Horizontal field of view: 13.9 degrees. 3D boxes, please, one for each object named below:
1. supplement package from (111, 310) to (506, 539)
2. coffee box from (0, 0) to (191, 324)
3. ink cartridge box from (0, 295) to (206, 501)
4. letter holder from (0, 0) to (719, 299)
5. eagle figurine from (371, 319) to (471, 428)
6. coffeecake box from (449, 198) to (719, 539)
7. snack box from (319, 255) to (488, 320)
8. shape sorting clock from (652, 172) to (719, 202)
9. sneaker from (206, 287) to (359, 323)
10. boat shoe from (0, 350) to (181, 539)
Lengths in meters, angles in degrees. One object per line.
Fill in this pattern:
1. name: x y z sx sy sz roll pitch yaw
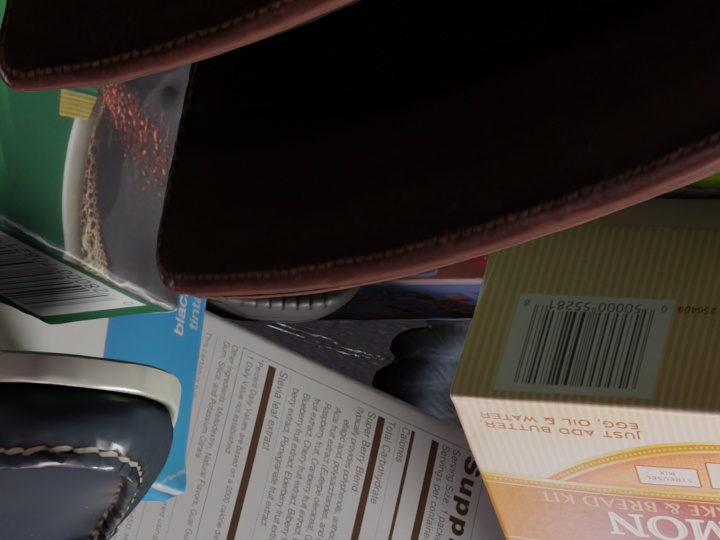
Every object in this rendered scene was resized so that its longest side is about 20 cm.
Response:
1. supplement package: -0.037 0.098 0.914 0.200 0.120 0.121 26 157 -31
2. coffee box: -0.102 -0.075 0.613 0.044 0.123 0.200 -3 158 36
3. ink cartridge box: -0.148 -0.035 0.722 0.147 0.145 0.200 -4 159 30
4. letter holder: -0.008 -0.080 0.515 0.100 0.143 0.200 19 160 -32
5. eagle figurine: 0.121 0.063 0.999 0.200 0.151 0.152 32 136 39
6. coffeecake box: 0.126 0.071 0.820 0.153 0.073 0.200 2 141 21
7. snack box: 0.000 0.000 0.951 0.199 0.024 0.072 -1 169 30
8. shape sorting clock: 0.066 -0.041 0.780 0.199 0.039 0.200 5 173 1
9. sneaker: -0.097 -0.017 0.909 0.199 0.060 0.104 14 161 -1
10. boat shoe: -0.098 0.065 0.677 0.075 0.062 0.200 16 156 -27
